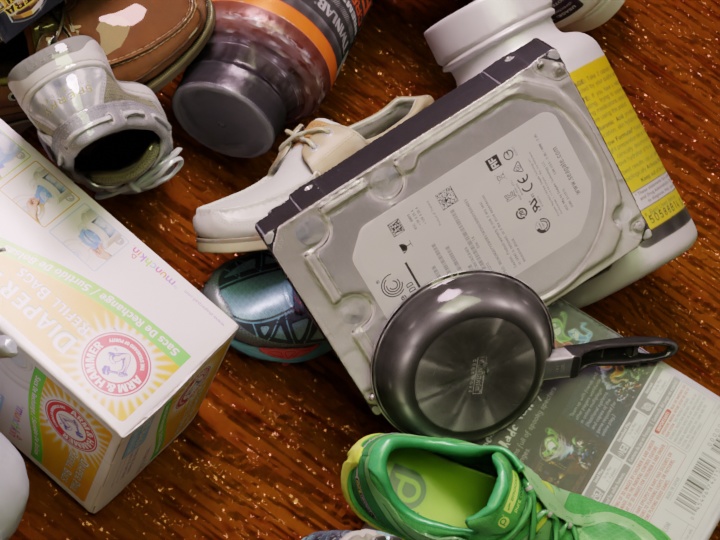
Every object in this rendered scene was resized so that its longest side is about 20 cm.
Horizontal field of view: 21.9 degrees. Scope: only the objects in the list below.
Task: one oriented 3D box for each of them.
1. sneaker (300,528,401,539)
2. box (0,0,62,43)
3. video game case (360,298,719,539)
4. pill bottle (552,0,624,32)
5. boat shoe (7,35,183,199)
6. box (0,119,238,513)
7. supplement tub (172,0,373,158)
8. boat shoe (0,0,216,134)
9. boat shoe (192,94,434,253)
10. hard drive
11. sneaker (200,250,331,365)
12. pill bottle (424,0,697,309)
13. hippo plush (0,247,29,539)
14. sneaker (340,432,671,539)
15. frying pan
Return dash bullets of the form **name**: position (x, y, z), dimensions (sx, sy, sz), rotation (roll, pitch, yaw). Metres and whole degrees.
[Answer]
- **sneaker**: position (-0.030, 0.238, 1.031), dimensions (0.078, 0.086, 0.200), rotation (30, 76, -34)
- **box**: position (-0.230, -0.214, 1.156), dimensions (0.200, 0.046, 0.159), rotation (16, 49, 41)
- **video game case**: position (0.122, 0.132, 1.122), dimensions (0.182, 0.023, 0.200), rotation (32, 76, 2)
- **pill bottle**: position (0.102, -0.231, 1.243), dimensions (0.200, 0.112, 0.113), rotation (25, 48, -50)
- **boat shoe**: position (-0.149, -0.075, 1.090), dimensions (0.074, 0.202, 0.065), rotation (-28, 76, -2)
- **box**: position (-0.184, 0.024, 1.069), dimensions (0.200, 0.113, 0.101), rotation (41, 56, 7)
- **supplement tub**: position (-0.052, -0.170, 1.214), dimensions (0.107, 0.107, 0.200), rotation (25, 60, -2)
- **boat shoe**: position (-0.187, -0.132, 1.132), dimensions (0.200, 0.068, 0.072), rotation (-24, 62, 2)
- **boat shoe**: position (-0.025, -0.061, 1.164), dimensions (0.200, 0.075, 0.068), rotation (-20, 108, -39)
- **hard drive**: position (0.056, -0.024, 1.081), dimensions (0.200, 0.038, 0.140), rotation (-32, 115, -3)
- **sneaker**: position (0.000, 0.000, 1.144), dimensions (0.200, 0.096, 0.079), rotation (-6, 64, -18)
- **pill bottle**: position (0.122, -0.082, 1.183), dimensions (0.111, 0.111, 0.200), rotation (-29, 93, -27)
- **hippo plush**: position (-0.248, 0.078, 1.001), dimensions (0.200, 0.161, 0.159), rotation (-23, 42, 3)
- **sneaker**: position (0.085, 0.146, 1.060), dimensions (0.200, 0.084, 0.074), rotation (18, 75, -2)
- **frying pan**: position (0.093, 0.067, 1.095), dimensions (0.190, 0.115, 0.031), rotation (22, 16, -26)
